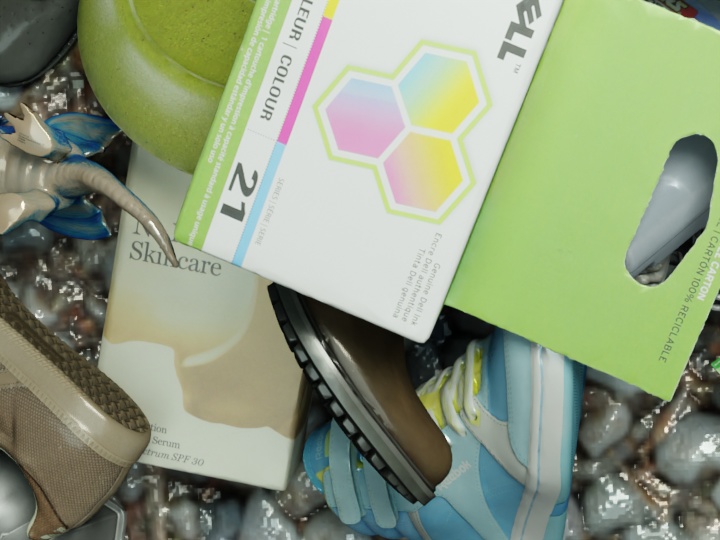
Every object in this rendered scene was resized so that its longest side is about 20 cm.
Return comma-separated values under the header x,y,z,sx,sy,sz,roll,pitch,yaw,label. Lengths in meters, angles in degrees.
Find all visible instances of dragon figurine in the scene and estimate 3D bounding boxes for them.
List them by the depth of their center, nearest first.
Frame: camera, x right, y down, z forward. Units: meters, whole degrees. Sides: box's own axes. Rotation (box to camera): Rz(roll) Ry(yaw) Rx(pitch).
x,y,z,sx,sy,sz,roll,pitch,yaw,label
-0.146,-0.045,0.741,0.198,0.099,0.060,10,94,25,dragon figurine

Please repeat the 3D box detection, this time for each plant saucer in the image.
x,y,z,sx,sy,sz,roll,pitch,yaw,label
-0.029,-0.128,0.695,0.197,0.031,0.202,-3,61,5,plant saucer

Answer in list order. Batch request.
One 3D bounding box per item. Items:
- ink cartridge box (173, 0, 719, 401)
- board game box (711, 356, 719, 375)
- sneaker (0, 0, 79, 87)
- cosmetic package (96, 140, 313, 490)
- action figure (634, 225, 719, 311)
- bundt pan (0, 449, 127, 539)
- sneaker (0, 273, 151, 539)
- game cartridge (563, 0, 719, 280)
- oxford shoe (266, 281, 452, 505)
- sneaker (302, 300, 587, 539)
x,y,z,sx,sy,sz,roll,pitch,yaw,label
0.052,-0.046,0.597,0.198,0.076,0.149,22,102,4,ink cartridge box
0.266,0.010,0.752,0.200,0.023,0.105,-44,124,5,board game box
-0.145,-0.180,0.751,0.073,0.089,0.202,26,100,-1,sneaker
-0.063,-0.007,0.774,0.104,0.071,0.203,9,98,3,cosmetic package
0.122,-0.015,0.742,0.198,0.119,0.103,18,60,6,action figure
-0.211,0.164,0.783,0.199,0.076,0.205,0,88,11,bundt pan
-0.188,0.040,0.740,0.200,0.070,0.076,41,97,19,sneaker
0.090,-0.096,0.709,0.133,0.042,0.200,-39,63,-17,game cartridge
0.000,0.000,0.682,0.084,0.073,0.202,-24,80,-1,oxford shoe
0.035,0.070,0.736,0.129,0.080,0.201,9,138,8,sneaker
